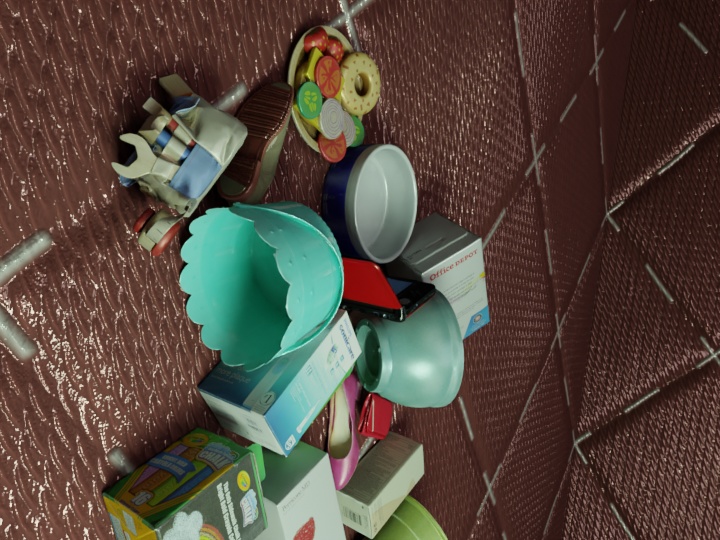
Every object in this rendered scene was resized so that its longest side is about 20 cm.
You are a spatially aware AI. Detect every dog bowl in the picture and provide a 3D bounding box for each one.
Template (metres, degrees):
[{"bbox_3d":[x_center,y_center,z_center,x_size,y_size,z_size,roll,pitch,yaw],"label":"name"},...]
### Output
[{"bbox_3d":[0.020,-0.120,1.011,0.197,0.077,0.208,-14,108,-51],"label":"dog bowl"}]

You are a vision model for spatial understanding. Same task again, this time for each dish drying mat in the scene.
[{"bbox_3d":[0.034,0.288,1.106,0.200,0.018,0.079,52,50,-66],"label":"dish drying mat"}]

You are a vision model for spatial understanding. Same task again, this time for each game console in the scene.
[{"bbox_3d":[0.000,0.000,0.904,0.171,0.195,0.123,-30,121,-46],"label":"game console"}]

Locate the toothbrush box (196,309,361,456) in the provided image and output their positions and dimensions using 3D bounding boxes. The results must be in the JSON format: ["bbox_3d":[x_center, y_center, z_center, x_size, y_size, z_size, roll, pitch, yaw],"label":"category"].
[{"bbox_3d":[-0.112,0.143,0.823,0.201,0.143,0.087,-48,132,-36],"label":"toothbrush box"}]

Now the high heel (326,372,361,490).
[{"bbox_3d":[-0.038,0.282,1.009,0.096,0.065,0.207,43,57,-59],"label":"high heel"}]

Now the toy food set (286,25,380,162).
[{"bbox_3d":[-0.045,-0.285,0.914,0.199,0.047,0.205,31,71,-52],"label":"toy food set"}]

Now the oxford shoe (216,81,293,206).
[{"bbox_3d":[-0.144,-0.174,0.802,0.075,0.068,0.205,75,35,-67],"label":"oxford shoe"}]

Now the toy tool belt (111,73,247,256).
[{"bbox_3d":[-0.229,-0.130,0.658,0.122,0.124,0.203,37,60,-16],"label":"toy tool belt"}]

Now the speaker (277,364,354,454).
[{"bbox_3d":[-0.088,0.194,0.918,0.200,0.086,0.091,-48,132,-38],"label":"speaker"}]

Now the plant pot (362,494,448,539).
[{"bbox_3d":[0.060,0.592,1.136,0.187,0.197,0.206,-29,120,-32],"label":"plant pot"}]

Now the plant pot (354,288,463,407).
[{"bbox_3d":[0.066,0.136,0.957,0.130,0.199,0.208,-4,101,-24],"label":"plant pot"}]

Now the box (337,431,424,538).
[{"bbox_3d":[0.042,0.422,1.133,0.198,0.093,0.080,-30,121,-45],"label":"box"}]

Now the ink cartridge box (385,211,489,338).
[{"bbox_3d":[0.150,0.024,1.114,0.144,0.146,0.205,-27,126,-19],"label":"ink cartridge box"}]

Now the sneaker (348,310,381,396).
[{"bbox_3d":[0.012,0.158,1.070,0.091,0.074,0.206,-29,112,-38],"label":"sneaker"}]

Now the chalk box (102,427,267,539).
[{"bbox_3d":[-0.208,0.302,0.744,0.198,0.121,0.129,-28,118,-49],"label":"chalk box"}]

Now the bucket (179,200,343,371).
[{"bbox_3d":[-0.125,0.010,0.744,0.134,0.202,0.215,-26,117,-52],"label":"bucket"}]

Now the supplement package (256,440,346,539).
[{"bbox_3d":[-0.111,0.388,0.893,0.120,0.117,0.207,-33,122,-44],"label":"supplement package"}]
